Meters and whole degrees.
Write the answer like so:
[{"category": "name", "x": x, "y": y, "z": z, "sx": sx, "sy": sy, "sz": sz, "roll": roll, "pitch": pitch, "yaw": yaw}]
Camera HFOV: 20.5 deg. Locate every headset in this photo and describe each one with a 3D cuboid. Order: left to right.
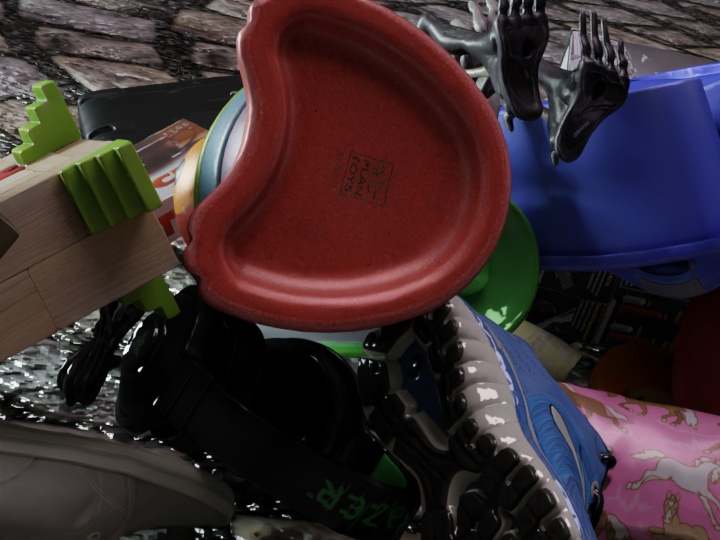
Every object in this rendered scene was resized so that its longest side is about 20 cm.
[{"category": "headset", "x": -0.060, "y": 0.063, "z": 0.847, "sx": 0.123, "sy": 0.094, "sz": 0.200, "roll": 28, "pitch": 8, "yaw": -46}]

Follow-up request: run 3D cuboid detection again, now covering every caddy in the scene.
[{"category": "caddy", "x": 0.142, "y": -0.038, "z": 0.941, "sx": 0.141, "sy": 0.106, "sz": 0.200, "roll": -13, "pitch": 6, "yaw": -24}]

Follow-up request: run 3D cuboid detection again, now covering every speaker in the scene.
[{"category": "speaker", "x": 0.000, "y": 0.000, "z": 0.972, "sx": 0.088, "sy": 0.089, "sz": 0.200, "roll": 2, "pitch": -2, "yaw": -32}]

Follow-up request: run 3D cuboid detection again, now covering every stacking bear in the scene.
[{"category": "stacking bear", "x": -0.022, "y": -0.029, "z": 0.796, "sx": 0.113, "sy": 0.122, "sz": 0.200, "roll": 16, "pitch": -7, "yaw": -13}]

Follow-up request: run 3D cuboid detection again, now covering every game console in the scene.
[{"category": "game console", "x": -0.049, "y": -0.047, "z": 1.096, "sx": 0.199, "sy": 0.117, "sz": 0.176, "roll": -9, "pitch": 28, "yaw": -11}]

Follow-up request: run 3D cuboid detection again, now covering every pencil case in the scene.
[{"category": "pencil case", "x": 0.127, "y": 0.091, "z": 0.877, "sx": 0.199, "sy": 0.087, "sz": 0.083, "roll": 13, "pitch": -14, "yaw": 1}]

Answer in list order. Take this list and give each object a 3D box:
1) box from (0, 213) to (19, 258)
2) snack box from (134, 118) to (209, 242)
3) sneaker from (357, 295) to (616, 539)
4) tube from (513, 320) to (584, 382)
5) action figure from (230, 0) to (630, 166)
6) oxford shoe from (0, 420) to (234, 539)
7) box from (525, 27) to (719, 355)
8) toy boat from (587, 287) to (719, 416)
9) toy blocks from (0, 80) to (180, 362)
[{"category": "box", "x": -0.214, "y": 0.036, "z": 0.680, "sx": 0.121, "sy": 0.200, "sz": 0.032, "roll": 32, "pitch": -11, "yaw": 48}, {"category": "snack box", "x": -0.145, "y": -0.009, "z": 0.924, "sx": 0.200, "sy": 0.024, "sz": 0.072, "roll": -31, "pitch": 31, "yaw": -21}, {"category": "sneaker", "x": 0.069, "y": 0.090, "z": 0.767, "sx": 0.089, "sy": 0.079, "sz": 0.201, "roll": 17, "pitch": 40, "yaw": -36}, {"category": "tube", "x": 0.025, "y": 0.019, "z": 1.097, "sx": 0.199, "sy": 0.052, "sz": 0.058, "roll": 20, "pitch": 55, "yaw": 12}, {"category": "action figure", "x": 0.025, "y": -0.094, "z": 0.890, "sx": 0.119, "sy": 0.103, "sz": 0.200, "roll": 17, "pitch": -11, "yaw": -39}, {"category": "oxford shoe", "x": -0.130, "y": 0.088, "z": 0.747, "sx": 0.075, "sy": 0.058, "sz": 0.200, "roll": -10, "pitch": -17, "yaw": 41}, {"category": "box", "x": 0.168, "y": -0.033, "z": 1.116, "sx": 0.157, "sy": 0.200, "sz": 0.050, "roll": 11, "pitch": 49, "yaw": -2}, {"category": "toy boat", "x": 0.180, "y": 0.054, "z": 1.016, "sx": 0.130, "sy": 0.131, "sz": 0.200, "roll": -15, "pitch": 10, "yaw": 15}, {"category": "toy blocks", "x": -0.155, "y": 0.002, "z": 0.766, "sx": 0.136, "sy": 0.100, "sz": 0.200, "roll": -29, "pitch": 13, "yaw": -14}]
